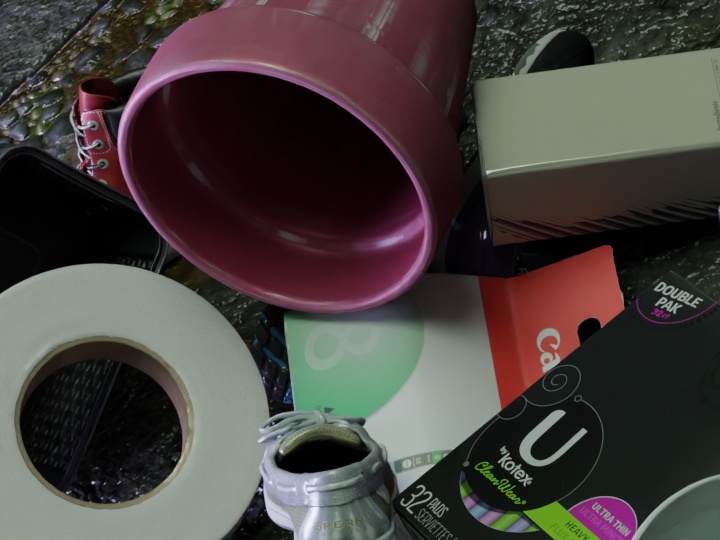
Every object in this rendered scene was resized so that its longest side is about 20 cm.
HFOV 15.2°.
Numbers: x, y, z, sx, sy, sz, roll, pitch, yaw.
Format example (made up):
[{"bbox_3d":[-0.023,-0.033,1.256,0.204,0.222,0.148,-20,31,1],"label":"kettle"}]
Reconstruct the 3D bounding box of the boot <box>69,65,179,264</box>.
[{"bbox_3d":[-0.187,-0.048,1.797,0.200,0.145,0.072,-37,39,-5],"label":"boot"}]

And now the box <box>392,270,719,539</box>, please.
[{"bbox_3d":[0.148,0.128,1.390,0.200,0.125,0.148,-38,39,-10],"label":"box"}]

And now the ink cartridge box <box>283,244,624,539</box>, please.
[{"bbox_3d":[0.059,0.068,1.557,0.199,0.050,0.162,-21,51,16],"label":"ink cartridge box"}]

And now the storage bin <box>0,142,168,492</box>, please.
[{"bbox_3d":[-0.225,0.031,1.689,0.094,0.135,0.201,8,73,56],"label":"storage bin"}]

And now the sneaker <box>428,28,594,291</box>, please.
[{"bbox_3d":[0.121,-0.062,1.678,0.087,0.076,0.201,13,58,24],"label":"sneaker"}]

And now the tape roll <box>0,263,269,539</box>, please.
[{"bbox_3d":[-0.155,0.095,1.603,0.202,0.037,0.204,3,70,-8],"label":"tape roll"}]

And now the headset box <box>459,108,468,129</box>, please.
[{"bbox_3d":[-0.028,-0.104,1.746,0.075,0.149,0.200,21,62,46],"label":"headset box"}]

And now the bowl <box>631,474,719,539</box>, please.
[{"bbox_3d":[0.187,0.203,1.268,0.090,0.200,0.202,-49,14,52],"label":"bowl"}]

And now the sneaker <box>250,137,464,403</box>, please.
[{"bbox_3d":[0.000,0.000,1.691,0.200,0.075,0.087,-56,-1,-8],"label":"sneaker"}]

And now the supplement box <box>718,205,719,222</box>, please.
[{"bbox_3d":[0.308,-0.058,1.516,0.109,0.061,0.200,37,72,29],"label":"supplement box"}]

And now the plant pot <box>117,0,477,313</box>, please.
[{"bbox_3d":[-0.019,-0.106,1.580,0.199,0.200,0.179,-3,44,32],"label":"plant pot"}]

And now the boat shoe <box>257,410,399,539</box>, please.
[{"bbox_3d":[-0.017,0.108,1.444,0.074,0.065,0.202,-9,14,-2],"label":"boat shoe"}]

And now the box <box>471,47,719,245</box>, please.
[{"bbox_3d":[0.169,-0.076,1.596,0.199,0.069,0.082,-7,50,3],"label":"box"}]
